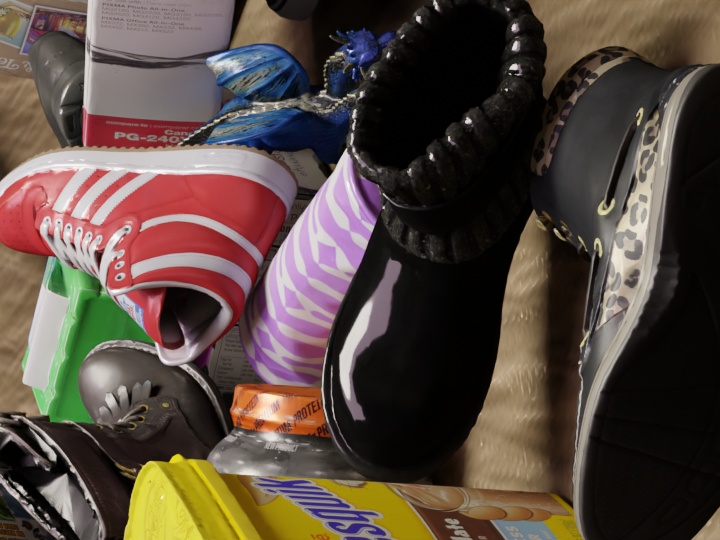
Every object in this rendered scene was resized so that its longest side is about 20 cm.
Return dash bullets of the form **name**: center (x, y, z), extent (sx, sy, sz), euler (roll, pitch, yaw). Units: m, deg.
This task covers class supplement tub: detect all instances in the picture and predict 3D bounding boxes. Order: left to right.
- **supplement tub**: center (-0.027, 0.163, 1.465), extent (0.122, 0.122, 0.202), euler (-173, 89, -70)

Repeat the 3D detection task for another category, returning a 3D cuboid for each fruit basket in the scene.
- **fruit basket**: center (-0.159, -0.002, 1.741), extent (0.201, 0.093, 0.186), euler (-104, 26, -50)

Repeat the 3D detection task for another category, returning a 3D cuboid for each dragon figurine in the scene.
- **dragon figurine**: center (-0.053, -0.088, 1.575), extent (0.099, 0.198, 0.059), euler (47, -141, -63)

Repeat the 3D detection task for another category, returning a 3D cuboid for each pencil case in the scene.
- **pencil case**: center (0.000, 0.000, 1.495), extent (0.086, 0.084, 0.200), euler (48, 148, 10)

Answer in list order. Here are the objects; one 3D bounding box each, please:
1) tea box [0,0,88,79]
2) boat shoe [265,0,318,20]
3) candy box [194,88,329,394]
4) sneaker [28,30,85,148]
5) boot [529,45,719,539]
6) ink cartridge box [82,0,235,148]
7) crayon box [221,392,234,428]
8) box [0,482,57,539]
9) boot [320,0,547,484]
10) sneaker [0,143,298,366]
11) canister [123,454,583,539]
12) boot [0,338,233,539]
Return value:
- **tea box**: center (-0.195, -0.236, 1.908), extent (0.134, 0.199, 0.198), euler (116, 153, -44)
- **boat shoe**: center (-0.043, -0.249, 1.682), extent (0.072, 0.070, 0.201), euler (-134, 51, -64)
- **candy box**: center (-0.076, 0.009, 1.731), extent (0.137, 0.061, 0.201), euler (-118, 38, -57)
- **sneaker**: center (-0.161, -0.083, 1.872), extent (0.091, 0.076, 0.201), euler (47, 163, 40)
- **boot**: center (0.114, 0.006, 1.188), extent (0.154, 0.073, 0.205), euler (-144, 65, -71)
- **ink cartridge box**: center (-0.111, -0.176, 1.623), extent (0.200, 0.083, 0.146), euler (105, 169, -63)
- **crayon box**: center (-0.073, 0.183, 1.685), extent (0.201, 0.050, 0.128), euler (115, 147, -43)
- **box**: center (-0.136, 0.183, 1.528), extent (0.040, 0.199, 0.137), euler (-46, 55, 24)
- **boot**: center (0.029, -0.015, 1.279), extent (0.158, 0.079, 0.213), euler (60, -134, -78)
- **sneaker**: center (-0.136, -0.006, 1.562), extent (0.199, 0.071, 0.113), euler (-5, 50, 32)
- **canister**: center (0.008, 0.145, 1.256), extent (0.149, 0.199, 0.087), euler (-135, 52, -64)
- **boot**: center (-0.137, 0.093, 1.542), extent (0.200, 0.174, 0.070), euler (42, 108, 36)
